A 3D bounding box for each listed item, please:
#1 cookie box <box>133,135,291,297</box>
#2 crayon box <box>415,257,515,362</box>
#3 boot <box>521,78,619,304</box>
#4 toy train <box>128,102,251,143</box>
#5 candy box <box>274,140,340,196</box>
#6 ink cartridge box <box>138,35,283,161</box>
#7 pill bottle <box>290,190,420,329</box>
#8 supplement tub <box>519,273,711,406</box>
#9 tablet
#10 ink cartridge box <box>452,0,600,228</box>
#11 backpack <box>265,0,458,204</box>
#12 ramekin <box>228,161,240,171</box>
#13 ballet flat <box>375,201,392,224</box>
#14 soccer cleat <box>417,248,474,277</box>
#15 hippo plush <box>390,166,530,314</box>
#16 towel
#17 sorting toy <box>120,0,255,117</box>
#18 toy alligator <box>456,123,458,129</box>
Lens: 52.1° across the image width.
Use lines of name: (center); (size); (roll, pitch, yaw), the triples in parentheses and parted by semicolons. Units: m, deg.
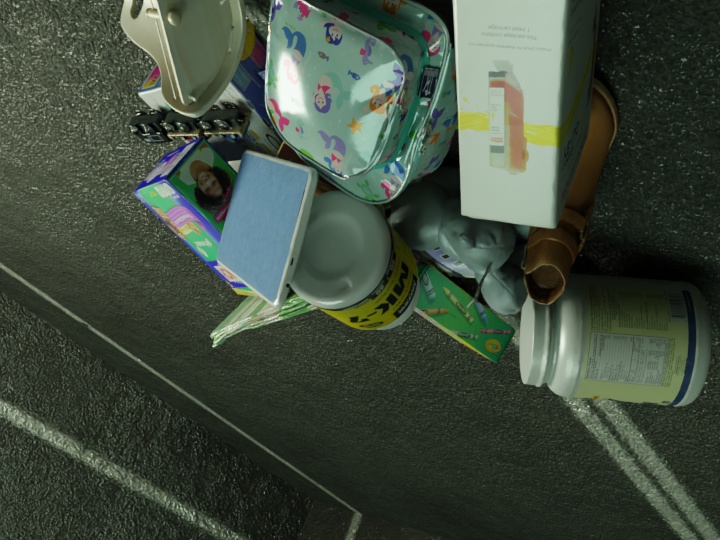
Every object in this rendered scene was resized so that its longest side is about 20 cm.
cookie box: (-0.174, -0.059, 0.928); (0.200, 0.076, 0.170); (46, 160, -22)
crayon box: (0.118, 0.049, 1.067); (0.198, 0.059, 0.118); (35, 177, -32)
boot: (0.198, -0.073, 0.718); (0.072, 0.157, 0.201); (12, 152, 25)
toy train: (-0.201, -0.169, 0.871); (0.196, 0.035, 0.046); (5, 153, 36)
candy box: (-0.054, -0.091, 0.866); (0.115, 0.058, 0.200); (28, 163, -8)
ink cartridge box: (-0.150, -0.205, 0.885); (0.196, 0.078, 0.137); (3, 148, 41)
pill bottle: (0.000, 0.000, 0.791); (0.112, 0.117, 0.200); (15, 172, 20)
supplement tub: (0.296, 0.081, 0.881); (0.194, 0.149, 0.146); (4, 152, 6)
tablet: (-0.100, -0.050, 0.752); (0.013, 0.134, 0.199); (13, -173, -29)
ink cartridge box: (0.132, -0.159, 0.568); (0.081, 0.146, 0.204); (11, 133, 22)
backpack: (0.005, -0.163, 0.654); (0.176, 0.150, 0.203); (34, 140, 20)
ramekin: (-0.129, -0.073, 1.067); (0.199, 0.095, 0.204); (27, 154, 14)
ballet flat: (0.015, -0.089, 0.953); (0.069, 0.072, 0.203); (14, 144, 21)
soccer cleat: (0.166, -0.020, 0.974); (0.196, 0.068, 0.074); (27, 128, 14)
hippo plush: (0.114, -0.037, 0.848); (0.158, 0.200, 0.163); (15, 133, 37)
towel: (-0.093, 0.030, 0.956); (0.197, 0.153, 0.024); (-24, 106, 33)
sorting toy: (-0.210, -0.292, 0.760); (0.178, 0.106, 0.204); (27, 140, 32)
toy alligator: (0.083, -0.172, 0.765); (0.198, 0.058, 0.056); (-18, 91, 56)
